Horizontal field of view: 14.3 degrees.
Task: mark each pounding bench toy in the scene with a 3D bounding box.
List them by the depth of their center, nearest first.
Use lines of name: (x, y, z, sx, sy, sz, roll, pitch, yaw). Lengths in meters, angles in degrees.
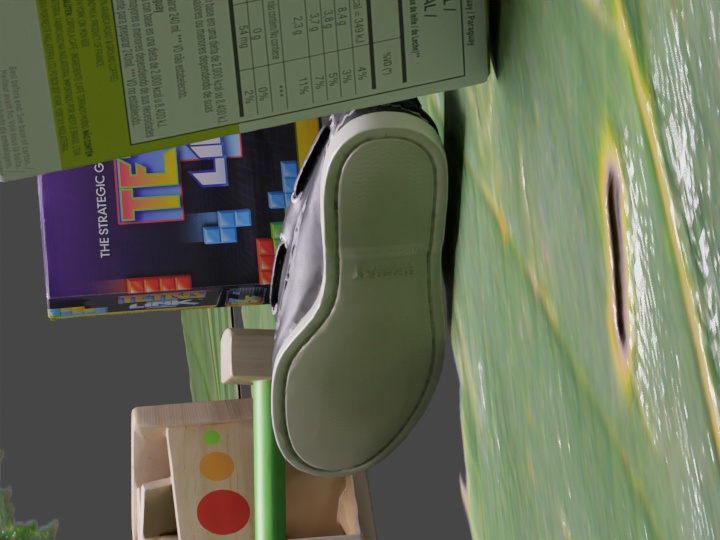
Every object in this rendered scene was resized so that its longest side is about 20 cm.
pounding bench toy: (-0.050, 0.144, 1.480, 0.201, 0.123, 0.157, 96, 168, -52)

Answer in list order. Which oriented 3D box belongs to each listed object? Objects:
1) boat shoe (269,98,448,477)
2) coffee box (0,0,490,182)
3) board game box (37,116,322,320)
boat shoe: (-0.002, 0.000, 1.234, 0.066, 0.074, 0.200, -98, 9, -49)
coffee box: (-0.071, -0.184, 1.075, 0.200, 0.196, 0.201, -114, 15, -51)
board game box: (-0.105, -0.079, 1.651, 0.057, 0.164, 0.202, 114, 151, -75)
